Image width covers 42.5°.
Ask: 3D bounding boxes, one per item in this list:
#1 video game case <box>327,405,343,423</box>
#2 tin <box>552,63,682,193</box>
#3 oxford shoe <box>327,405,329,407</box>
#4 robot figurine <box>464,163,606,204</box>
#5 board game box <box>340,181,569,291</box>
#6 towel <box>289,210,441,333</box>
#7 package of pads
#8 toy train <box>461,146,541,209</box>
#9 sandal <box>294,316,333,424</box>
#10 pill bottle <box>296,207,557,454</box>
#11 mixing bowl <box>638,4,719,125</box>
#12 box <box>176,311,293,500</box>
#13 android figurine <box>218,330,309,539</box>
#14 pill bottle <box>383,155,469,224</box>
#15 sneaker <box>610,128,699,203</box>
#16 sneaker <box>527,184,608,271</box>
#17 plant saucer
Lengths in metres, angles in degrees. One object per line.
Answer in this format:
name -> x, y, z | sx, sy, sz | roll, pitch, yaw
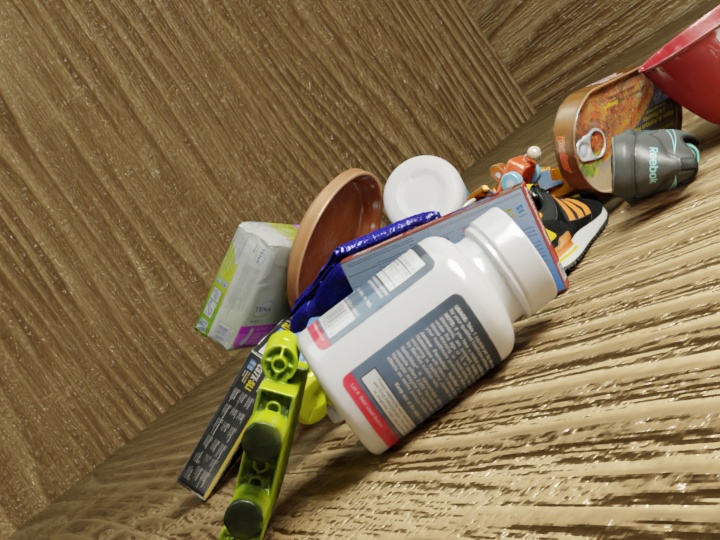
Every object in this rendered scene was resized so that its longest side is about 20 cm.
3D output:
video game case -> 0.069, 0.076, 1.004 | 0.181, 0.023, 0.200 | -35, 4, 33
tin -> 0.282, -0.155, 1.010 | 0.198, 0.114, 0.042 | -27, 15, -34
oxford shoe -> -0.035, 0.125, 1.069 | 0.074, 0.071, 0.199 | -38, -8, 28
robot figurine -> 0.211, -0.089, 1.118 | 0.143, 0.059, 0.198 | -5, -11, -43
board game box -> 0.085, 0.002, 0.872 | 0.198, 0.104, 0.019 | -22, 10, 27
towel -> 0.000, 0.000, 1.046 | 0.146, 0.050, 0.200 | -30, -7, -28
package of pads -> -0.110, 0.016, 1.197 | 0.199, 0.068, 0.157 | -3, -59, -64
toy train -> 0.117, -0.055, 0.967 | 0.199, 0.055, 0.152 | -30, -37, -52
sandal -> -0.022, 0.068, 0.963 | 0.086, 0.081, 0.199 | 27, 48, 35
pill bottle -> 0.058, 0.045, 0.761 | 0.199, 0.120, 0.120 | -36, 4, -1
mixing bowl -> 0.393, -0.217, 0.926 | 0.199, 0.109, 0.200 | -37, 5, 4
box -> -0.136, 0.162, 1.138 | 0.202, 0.049, 0.160 | -59, -2, 18
android figurine -> -0.078, 0.143, 0.782 | 0.200, 0.040, 0.185 | -81, 4, -81
pill bottle -> 0.105, -0.074, 1.280 | 0.110, 0.112, 0.200 | -36, -21, 4
sneaker -> 0.292, -0.102, 0.908 | 0.078, 0.077, 0.200 | -2, 10, 21
sneaker -> 0.195, -0.059, 0.951 | 0.070, 0.091, 0.200 | -33, 5, 33
plant saucer -> -0.035, -0.033, 1.170 | 0.200, 0.032, 0.203 | -47, -29, -37
